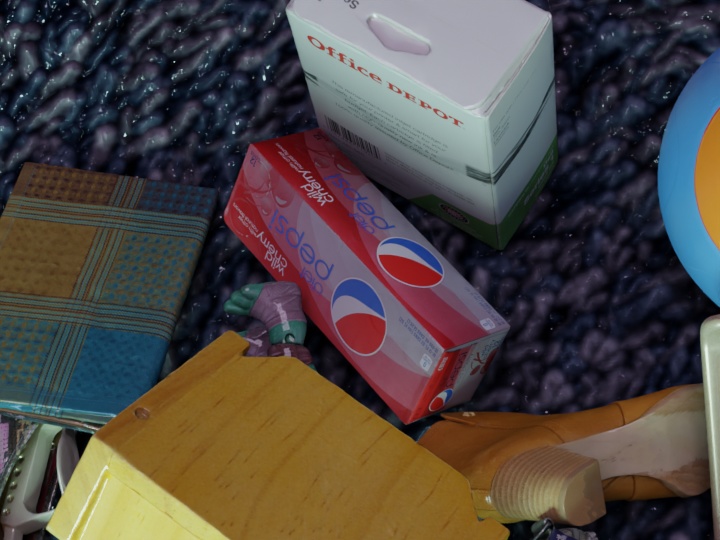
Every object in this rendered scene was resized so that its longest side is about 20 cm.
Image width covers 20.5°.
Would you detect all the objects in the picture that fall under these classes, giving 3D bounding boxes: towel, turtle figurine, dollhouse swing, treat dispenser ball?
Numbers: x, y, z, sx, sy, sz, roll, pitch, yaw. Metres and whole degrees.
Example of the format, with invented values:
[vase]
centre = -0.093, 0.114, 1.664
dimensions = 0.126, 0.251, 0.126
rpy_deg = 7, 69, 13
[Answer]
[towel]
centre = -0.185, 0.016, 1.302
dimensions = 0.146, 0.022, 0.201
rpy_deg = 9, 53, 10
[turtle figurine]
centre = -0.041, 0.115, 1.228
dimensions = 0.100, 0.150, 0.201
rpy_deg = 0, 60, -28
[dollhouse swing]
centre = -0.060, 0.183, 1.101
dimensions = 0.200, 0.176, 0.182
rpy_deg = 33, 40, 16
[treat dispenser ball]
centre = 0.280, -0.056, 1.198
dimensions = 0.200, 0.201, 0.202
rpy_deg = -2, 70, 7

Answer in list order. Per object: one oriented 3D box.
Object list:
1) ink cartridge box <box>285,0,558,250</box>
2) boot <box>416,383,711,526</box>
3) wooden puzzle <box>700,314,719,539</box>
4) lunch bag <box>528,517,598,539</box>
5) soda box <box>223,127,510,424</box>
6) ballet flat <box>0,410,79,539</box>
[ink cartridge box]
centre = 0.044, -0.114, 1.249
dimensions = 0.146, 0.200, 0.085
rpy_deg = 30, 74, 16
[boot]
centre = 0.130, 0.103, 1.225
dimensions = 0.144, 0.201, 0.071
rpy_deg = 9, 110, 46
[wooden puzzle]
centre = 0.295, 0.109, 1.155
dimensions = 0.184, 0.037, 0.201
rpy_deg = -5, 114, 5
[lunch bag]
centre = 0.121, 0.261, 1.111
dimensions = 0.200, 0.139, 0.168
rpy_deg = 48, 64, -12
[soda box]
centre = 0.000, 0.000, 1.261
dimensions = 0.063, 0.070, 0.200
rpy_deg = -17, 53, -42
[ballet flat]
centre = -0.216, 0.159, 1.254
dimensions = 0.071, 0.069, 0.201
rpy_deg = -1, 66, 28
